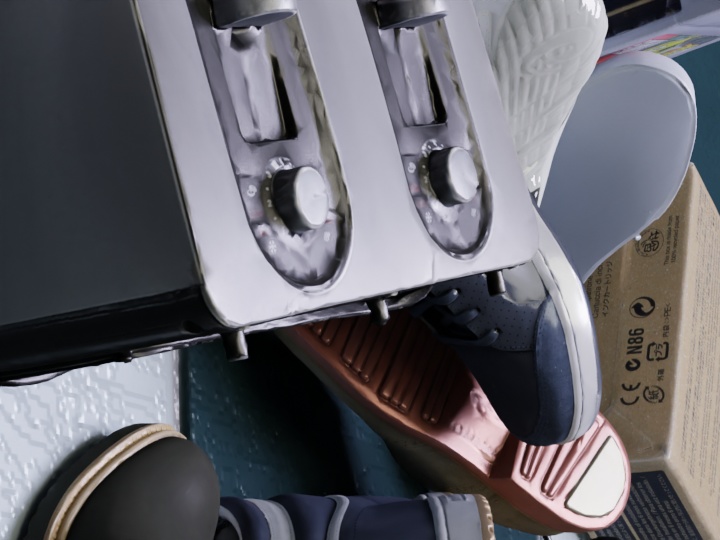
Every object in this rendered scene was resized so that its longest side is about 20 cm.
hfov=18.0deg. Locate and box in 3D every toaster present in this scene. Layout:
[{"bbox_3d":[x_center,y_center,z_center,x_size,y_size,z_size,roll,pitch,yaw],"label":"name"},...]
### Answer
[{"bbox_3d":[-0.073,-0.029,0.661,0.181,0.199,0.119,-10,89,-58],"label":"toaster"}]

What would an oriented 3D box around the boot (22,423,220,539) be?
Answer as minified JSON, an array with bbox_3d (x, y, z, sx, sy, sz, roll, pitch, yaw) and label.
[{"bbox_3d":[-0.043,0.121,0.718,0.200,0.138,0.078,-70,143,-48],"label":"boot"}]

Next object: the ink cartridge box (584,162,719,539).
[{"bbox_3d":[0.172,0.068,1.278,0.165,0.075,0.201,57,33,-45],"label":"ink cartridge box"}]

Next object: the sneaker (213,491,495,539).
[{"bbox_3d":[-0.011,0.123,0.888,0.200,0.108,0.070,110,-26,-77],"label":"sneaker"}]

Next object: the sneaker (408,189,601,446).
[{"bbox_3d":[-0.001,0.000,0.851,0.146,0.077,0.203,-31,102,-28],"label":"sneaker"}]

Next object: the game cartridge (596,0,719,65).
[{"bbox_3d":[0.105,-0.107,1.036,0.133,0.199,0.041,-21,92,-65],"label":"game cartridge"}]

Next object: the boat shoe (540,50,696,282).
[{"bbox_3d":[0.093,-0.028,1.042,0.068,0.073,0.200,-73,-175,-54],"label":"boat shoe"}]

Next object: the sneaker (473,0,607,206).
[{"bbox_3d":[0.042,-0.046,0.966,0.072,0.073,0.201,18,106,-26],"label":"sneaker"}]

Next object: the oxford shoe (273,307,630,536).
[{"bbox_3d":[0.017,0.050,0.935,0.200,0.074,0.071,41,55,-16],"label":"oxford shoe"}]

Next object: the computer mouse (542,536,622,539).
[{"bbox_3d":[0.055,0.075,1.022,0.044,0.109,0.201,-24,93,-45],"label":"computer mouse"}]
